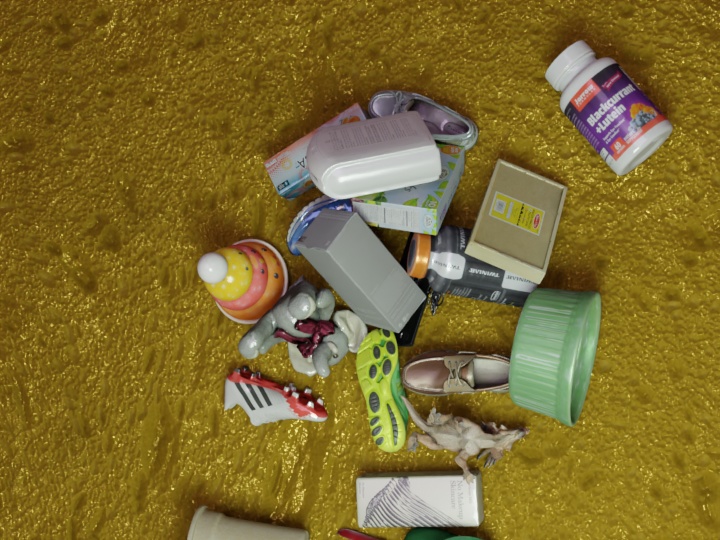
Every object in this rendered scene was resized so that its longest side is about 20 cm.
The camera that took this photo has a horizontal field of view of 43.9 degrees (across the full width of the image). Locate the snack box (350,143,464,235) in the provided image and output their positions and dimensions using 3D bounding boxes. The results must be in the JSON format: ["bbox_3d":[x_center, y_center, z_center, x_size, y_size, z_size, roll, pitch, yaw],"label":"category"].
[{"bbox_3d":[0.080,-0.139,1.434,0.139,0.201,0.054,9,128,14],"label":"snack box"}]

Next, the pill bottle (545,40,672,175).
[{"bbox_3d":[0.384,-0.260,1.402,0.111,0.111,0.201,-39,75,7],"label":"pill bottle"}]

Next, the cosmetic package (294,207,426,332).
[{"bbox_3d":[0.000,0.000,1.410,0.090,0.201,0.106,-49,32,-19],"label":"cosmetic package"}]

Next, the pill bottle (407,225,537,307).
[{"bbox_3d":[0.174,-0.010,1.398,0.196,0.106,0.109,10,85,-8],"label":"pill bottle"}]

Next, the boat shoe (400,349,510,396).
[{"bbox_3d":[0.162,0.159,1.411,0.195,0.072,0.077,-4,81,-1],"label":"boat shoe"}]

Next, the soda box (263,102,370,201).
[{"bbox_3d":[-0.064,-0.203,1.541,0.198,0.063,0.069,-31,77,10],"label":"soda box"}]

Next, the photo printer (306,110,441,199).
[{"bbox_3d":[0.014,-0.179,1.387,0.196,0.167,0.071,-12,121,-4],"label":"photo printer"}]

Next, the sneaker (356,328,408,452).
[{"bbox_3d":[0.037,0.195,1.458,0.072,0.084,0.204,-8,73,9],"label":"sneaker"}]

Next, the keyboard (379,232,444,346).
[{"bbox_3d":[0.103,0.033,1.492,0.103,0.039,0.204,18,89,40],"label":"keyboard"}]

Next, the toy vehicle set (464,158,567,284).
[{"bbox_3d":[0.245,-0.080,1.387,0.122,0.027,0.202,23,50,3],"label":"toy vehicle set"}]

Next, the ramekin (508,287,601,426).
[{"bbox_3d":[0.292,0.123,1.342,0.096,0.199,0.204,11,86,23],"label":"ramekin"}]

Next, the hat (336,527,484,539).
[{"bbox_3d":[0.100,0.429,1.432,0.168,0.197,0.177,-67,29,22],"label":"hat"}]

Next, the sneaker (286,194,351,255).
[{"bbox_3d":[-0.039,-0.085,1.513,0.199,0.078,0.090,-37,73,8],"label":"sneaker"}]

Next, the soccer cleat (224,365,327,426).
[{"bbox_3d":[-0.146,0.230,1.515,0.197,0.068,0.087,18,97,19],"label":"soccer cleat"}]

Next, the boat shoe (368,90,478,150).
[{"bbox_3d":[0.102,-0.258,1.501,0.199,0.065,0.076,25,90,16],"label":"boat shoe"}]

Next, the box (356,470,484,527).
[{"bbox_3d":[0.095,0.365,1.428,0.196,0.068,0.084,-6,82,15],"label":"box"}]

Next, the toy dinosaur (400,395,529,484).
[{"bbox_3d":[0.153,0.259,1.404,0.197,0.135,0.088,20,98,24],"label":"toy dinosaur"}]

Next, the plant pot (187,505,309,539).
[{"bbox_3d":[-0.175,0.486,1.437,0.179,0.200,0.205,1,83,3],"label":"plant pot"}]

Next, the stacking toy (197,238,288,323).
[{"bbox_3d":[-0.214,0.010,1.485,0.143,0.200,0.150,-2,83,14],"label":"stacking toy"}]

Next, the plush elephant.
[{"bbox_3d":[-0.081,0.107,1.471,0.164,0.200,0.156,-37,98,21],"label":"plush elephant"}]
